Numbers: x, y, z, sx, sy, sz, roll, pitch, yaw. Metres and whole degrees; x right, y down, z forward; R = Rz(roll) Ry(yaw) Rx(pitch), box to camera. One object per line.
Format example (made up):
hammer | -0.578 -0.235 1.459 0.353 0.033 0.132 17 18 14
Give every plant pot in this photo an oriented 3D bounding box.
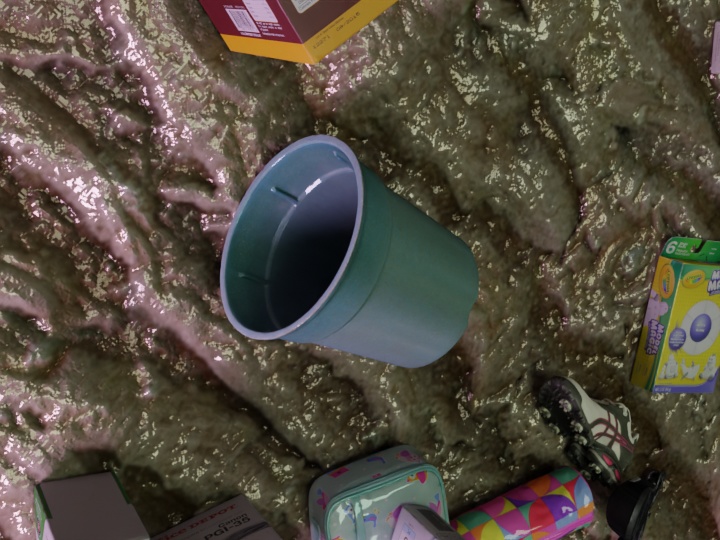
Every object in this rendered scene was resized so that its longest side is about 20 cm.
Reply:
plant pot | 0.000 0.000 0.978 0.196 0.200 0.201 26 91 -38

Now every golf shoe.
golf shoe | 0.286 0.184 1.246 0.088 0.077 0.200 -47 129 -17

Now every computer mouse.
computer mouse | 0.340 0.328 1.288 0.200 0.046 0.141 4 106 -65

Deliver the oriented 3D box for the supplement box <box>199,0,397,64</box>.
supplement box | -0.079 -0.300 0.838 0.133 0.197 0.200 -40 119 -13

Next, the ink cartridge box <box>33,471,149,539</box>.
ink cartridge box | -0.254 0.317 0.948 0.083 0.147 0.201 -6 108 -26

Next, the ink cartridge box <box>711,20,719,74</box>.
ink cartridge box | 0.528 -0.258 1.170 0.117 0.200 0.068 -6 107 -27

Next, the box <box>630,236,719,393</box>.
box | 0.428 0.058 1.295 0.117 0.048 0.201 3 101 -29

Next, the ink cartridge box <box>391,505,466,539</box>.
ink cartridge box | 0.067 0.371 1.035 0.047 0.160 0.201 15 97 -31

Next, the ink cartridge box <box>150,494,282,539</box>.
ink cartridge box | -0.137 0.319 0.979 0.146 0.200 0.083 -23 110 -21

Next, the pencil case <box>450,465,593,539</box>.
pencil case | 0.194 0.314 1.222 0.200 0.088 0.089 -23 113 -22

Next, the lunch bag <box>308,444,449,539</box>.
lunch bag | 0.022 0.312 1.132 0.160 0.077 0.201 -16 111 -24
